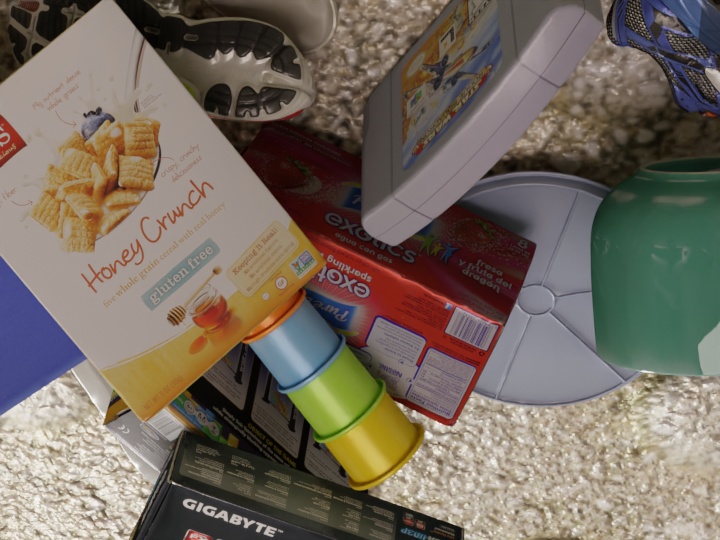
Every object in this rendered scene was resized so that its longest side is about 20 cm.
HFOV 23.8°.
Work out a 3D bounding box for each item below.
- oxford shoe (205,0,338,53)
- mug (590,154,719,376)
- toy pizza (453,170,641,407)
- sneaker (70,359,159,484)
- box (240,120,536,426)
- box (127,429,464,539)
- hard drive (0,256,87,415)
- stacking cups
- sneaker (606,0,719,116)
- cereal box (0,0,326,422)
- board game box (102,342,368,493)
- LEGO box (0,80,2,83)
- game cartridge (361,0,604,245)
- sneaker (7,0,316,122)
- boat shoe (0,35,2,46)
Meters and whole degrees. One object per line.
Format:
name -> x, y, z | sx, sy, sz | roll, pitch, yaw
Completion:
oxford shoe -> -0.087, -0.195, 1.006 | 0.075, 0.058, 0.200 | -30, 124, 21
mug -> 0.216, -0.012, 1.061 | 0.150, 0.185, 0.116 | -5, 100, 0
toy pizza -> 0.121, 0.011, 1.172 | 0.198, 0.032, 0.202 | 4, 127, 5
sneaker -> -0.144, 0.087, 1.233 | 0.084, 0.073, 0.201 | -27, 136, -1
box -> 0.000, 0.000, 1.106 | 0.199, 0.096, 0.100 | 25, 129, 3
box -> -0.052, 0.197, 1.116 | 0.198, 0.046, 0.159 | 21, 132, -10
hard drive -> -0.207, 0.008, 1.030 | 0.199, 0.025, 0.133 | -34, 122, -9
stacking cups -> -0.038, 0.041, 1.055 | 0.060, 0.061, 0.201 | -28, 108, 25
sneaker -> 0.230, -0.121, 1.039 | 0.200, 0.076, 0.078 | 40, 131, -16
cereal box -> -0.136, -0.035, 0.985 | 0.144, 0.040, 0.200 | -41, 98, -8
board game box -> -0.074, 0.093, 1.170 | 0.056, 0.166, 0.200 | -28, 122, 28
LEGO box -> -0.268, -0.019, 1.052 | 0.200, 0.077, 0.149 | -41, 123, -4
game cartridge -> 0.065, -0.112, 1.011 | 0.041, 0.134, 0.200 | 30, 125, -19
sneaker -> -0.123, -0.126, 1.057 | 0.198, 0.085, 0.078 | 17, 89, 11
boat shoe -> -0.315, -0.168, 1.048 | 0.199, 0.072, 0.076 | 24, 115, -29
